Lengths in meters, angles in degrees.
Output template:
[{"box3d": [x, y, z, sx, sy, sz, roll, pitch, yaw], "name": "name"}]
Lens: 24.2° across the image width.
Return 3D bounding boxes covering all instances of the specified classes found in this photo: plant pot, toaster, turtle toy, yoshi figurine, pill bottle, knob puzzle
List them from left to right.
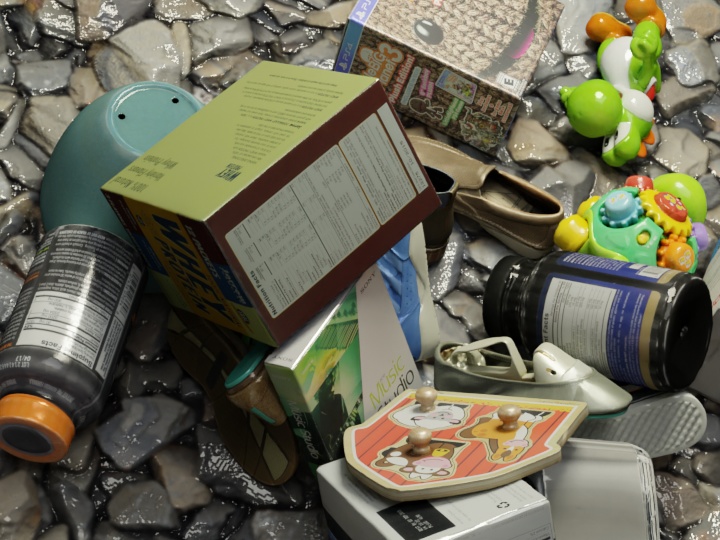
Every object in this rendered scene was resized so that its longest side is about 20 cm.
[{"box3d": [-0.262, 0.067, 1.477, 0.105, 0.107, 0.201, 17, 54, -3], "name": "pill bottle"}, {"box3d": [-0.200, -0.100, 1.587, 0.198, 0.135, 0.202, 7, 54, -9], "name": "plant pot"}, {"box3d": [0.073, 0.136, 1.388, 0.217, 0.031, 0.220, -6, 17, 2], "name": "knob puzzle"}, {"box3d": [0.185, 0.223, 1.473, 0.128, 0.114, 0.202, 4, 72, -18], "name": "toaster"}, {"box3d": [0.219, 0.042, 1.578, 0.198, 0.113, 0.112, 11, 46, 34], "name": "pill bottle"}, {"box3d": [0.272, -0.210, 1.817, 0.111, 0.113, 0.202, 5, 56, 8], "name": "yoshi figurine"}, {"box3d": [0.290, -0.038, 1.685, 0.146, 0.101, 0.200, 41, 30, 7], "name": "turtle toy"}]

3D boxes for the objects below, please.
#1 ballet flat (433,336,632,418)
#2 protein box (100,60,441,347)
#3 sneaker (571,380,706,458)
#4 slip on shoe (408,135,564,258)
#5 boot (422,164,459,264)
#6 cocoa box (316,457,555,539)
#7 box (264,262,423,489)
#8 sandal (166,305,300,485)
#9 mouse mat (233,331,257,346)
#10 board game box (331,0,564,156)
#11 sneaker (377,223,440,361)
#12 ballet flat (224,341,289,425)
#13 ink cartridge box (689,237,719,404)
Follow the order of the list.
[{"box3d": [0.152, 0.095, 1.534, 0.198, 0.064, 0.067, 3, 18, 33], "name": "ballet flat"}, {"box3d": [-0.079, -0.064, 1.458, 0.200, 0.136, 0.198, -40, 29, -21], "name": "protein box"}, {"box3d": [0.218, 0.149, 1.573, 0.198, 0.079, 0.079, -9, 15, -5], "name": "sneaker"}, {"box3d": [0.117, -0.087, 1.710, 0.199, 0.061, 0.076, 34, 55, 9], "name": "slip on shoe"}, {"box3d": [0.005, -0.088, 1.656, 0.198, 0.097, 0.075, 23, 47, 1], "name": "boot"}, {"box3d": [0.065, 0.232, 1.373, 0.132, 0.133, 0.200, -17, 19, -17], "name": "cocoa box"}, {"box3d": [-0.005, 0.106, 1.472, 0.036, 0.201, 0.145, 7, 45, 34], "name": "box"}, {"box3d": [-0.107, 0.101, 1.524, 0.054, 0.081, 0.201, -9, 52, -45], "name": "sandal"}, {"box3d": [-0.057, 0.027, 1.620, 0.160, 0.008, 0.201, 30, 55, 6], "name": "mouse mat"}, {"box3d": [0.093, -0.245, 1.789, 0.198, 0.097, 0.160, 25, 54, 2], "name": "board game box"}, {"box3d": [0.001, 0.000, 1.565, 0.110, 0.076, 0.202, -18, 103, -30], "name": "sneaker"}, {"box3d": [-0.053, 0.063, 1.485, 0.072, 0.068, 0.201, 48, 39, -17], "name": "ballet flat"}, {"box3d": [0.391, 0.016, 1.662, 0.084, 0.146, 0.201, 27, 55, 2], "name": "ink cartridge box"}]
